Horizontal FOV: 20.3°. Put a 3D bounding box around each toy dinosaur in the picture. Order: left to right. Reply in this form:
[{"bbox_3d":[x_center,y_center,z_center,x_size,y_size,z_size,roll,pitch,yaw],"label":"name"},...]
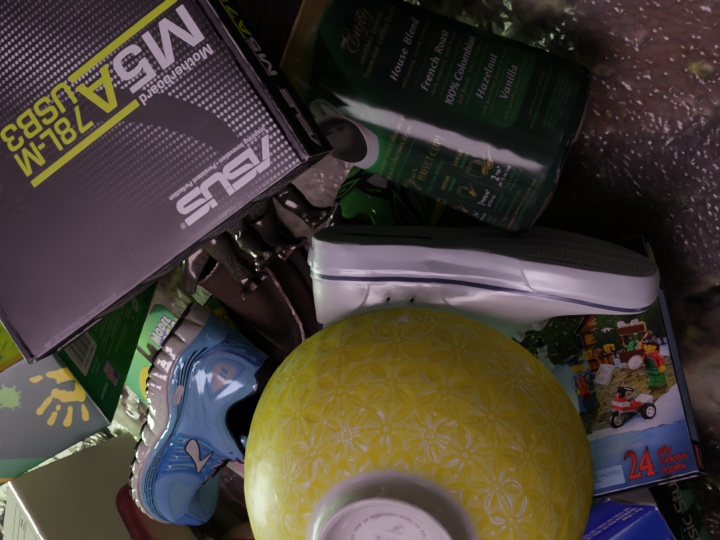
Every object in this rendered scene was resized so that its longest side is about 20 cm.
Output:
[{"bbox_3d":[-0.080,-0.044,1.185,0.102,0.077,0.200,50,164,3],"label":"toy dinosaur"}]

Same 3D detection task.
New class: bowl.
[{"bbox_3d":[0.023,0.133,1.077,0.198,0.108,0.202,4,113,9],"label":"bowl"}]

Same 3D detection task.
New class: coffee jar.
[{"bbox_3d":[0.018,-0.098,1.086,0.199,0.086,0.104,21,157,-2],"label":"coffee jar"}]

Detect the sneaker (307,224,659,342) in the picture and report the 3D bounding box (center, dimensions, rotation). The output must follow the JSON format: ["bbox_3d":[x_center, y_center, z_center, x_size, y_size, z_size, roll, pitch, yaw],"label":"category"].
[{"bbox_3d":[0.068,0.016,1.117,0.198,0.073,0.071,5,108,19],"label":"sneaker"}]

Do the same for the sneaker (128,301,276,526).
[{"bbox_3d":[-0.099,0.115,1.349,0.089,0.079,0.201,24,140,10],"label":"sneaker"}]

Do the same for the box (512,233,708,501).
[{"bbox_3d":[0.086,0.072,1.152,0.198,0.038,0.138,-16,79,17],"label":"box"}]

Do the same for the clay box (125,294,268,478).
[{"bbox_3d":[-0.067,0.097,1.403,0.199,0.048,0.115,37,141,4],"label":"clay box"}]

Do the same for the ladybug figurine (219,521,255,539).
[{"bbox_3d":[-0.037,0.256,1.512,0.199,0.072,0.137,11,134,29],"label":"ladybug figurine"}]

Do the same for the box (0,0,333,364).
[{"bbox_3d":[-0.146,-0.085,1.044,0.199,0.047,0.194,-34,85,20],"label":"box"}]

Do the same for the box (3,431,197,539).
[{"bbox_3d":[-0.180,0.247,1.522,0.201,0.108,0.128,54,149,28],"label":"box"}]

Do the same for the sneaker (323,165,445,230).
[{"bbox_3d":[0.000,0.000,1.232,0.078,0.085,0.201,24,139,16],"label":"sneaker"}]

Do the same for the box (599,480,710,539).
[{"bbox_3d":[0.140,0.144,1.234,0.144,0.036,0.201,-33,78,49],"label":"box"}]

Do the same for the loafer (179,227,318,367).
[{"bbox_3d":[-0.091,-0.008,1.303,0.073,0.071,0.201,-9,121,42],"label":"loafer"}]

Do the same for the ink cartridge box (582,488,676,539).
[{"bbox_3d":[0.105,0.101,1.206,0.099,0.039,0.201,-45,68,45],"label":"ink cartridge box"}]

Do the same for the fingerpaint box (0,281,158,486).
[{"bbox_3d":[-0.233,0.065,1.338,0.166,0.200,0.074,-29,111,16],"label":"fingerpaint box"}]
